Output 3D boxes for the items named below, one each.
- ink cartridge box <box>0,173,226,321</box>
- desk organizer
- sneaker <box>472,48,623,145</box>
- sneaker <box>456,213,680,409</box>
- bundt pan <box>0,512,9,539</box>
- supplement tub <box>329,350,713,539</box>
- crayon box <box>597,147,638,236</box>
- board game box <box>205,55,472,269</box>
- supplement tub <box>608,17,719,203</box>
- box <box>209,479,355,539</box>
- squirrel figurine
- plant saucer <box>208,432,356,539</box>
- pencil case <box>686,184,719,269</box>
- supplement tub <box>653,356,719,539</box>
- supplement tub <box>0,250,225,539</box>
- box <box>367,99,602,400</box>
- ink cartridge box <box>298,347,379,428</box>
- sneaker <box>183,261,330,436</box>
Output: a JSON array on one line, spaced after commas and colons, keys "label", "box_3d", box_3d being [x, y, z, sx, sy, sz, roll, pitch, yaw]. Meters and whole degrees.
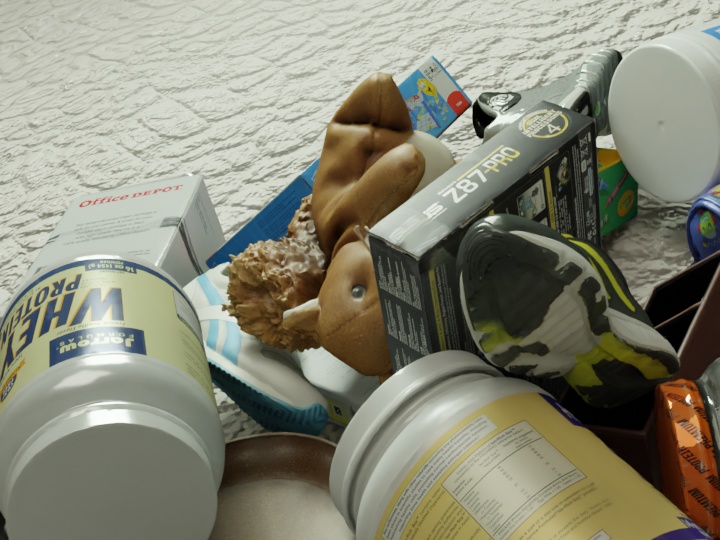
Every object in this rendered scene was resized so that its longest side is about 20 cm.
[{"label": "ink cartridge box", "box_3d": [-0.219, 0.007, 1.139, 0.144, 0.085, 0.201, -8, 33, 17]}, {"label": "desk organizer", "box_3d": [0.195, 0.068, 0.828, 0.071, 0.078, 0.200, 4, 38, 32]}, {"label": "sneaker", "box_3d": [0.157, -0.144, 1.072, 0.114, 0.076, 0.200, 2, 20, 25]}, {"label": "sneaker", "box_3d": [0.106, 0.014, 0.702, 0.074, 0.199, 0.085, -35, 50, 16]}, {"label": "bundt pan", "box_3d": [-0.303, 0.228, 0.842, 0.199, 0.076, 0.203, -18, 33, 12]}, {"label": "supplement tub", "box_3d": [0.087, 0.150, 0.663, 0.144, 0.147, 0.200, -31, 48, -19]}, {"label": "crayon box", "box_3d": [0.131, -0.053, 1.011, 0.117, 0.059, 0.199, 10, 23, 36]}, {"label": "board game box", "box_3d": [-0.021, -0.076, 1.091, 0.196, 0.056, 0.200, -46, 6, -36]}, {"label": "supplement tub", "box_3d": [0.314, -0.143, 1.004, 0.198, 0.134, 0.131, -20, 29, -27]}, {"label": "box", "box_3d": [-0.022, 0.188, 0.803, 0.197, 0.037, 0.143, -23, 32, -8]}, {"label": "squirrel figurine", "box_3d": [0.000, 0.000, 0.853, 0.199, 0.141, 0.189, -31, 34, 40]}, {"label": "plant saucer", "box_3d": [-0.081, 0.181, 0.782, 0.197, 0.032, 0.201, -14, 32, 9]}, {"label": "pencil case", "box_3d": [0.338, -0.052, 0.935, 0.198, 0.088, 0.078, -27, 9, -15]}, {"label": "supplement tub", "box_3d": [0.268, 0.098, 0.684, 0.196, 0.124, 0.123, -8, 32, 5]}, {"label": "supplement tub", "box_3d": [-0.162, 0.093, 0.795, 0.143, 0.147, 0.201, -21, 30, -3]}, {"label": "box", "box_3d": [0.088, 0.021, 0.778, 0.049, 0.202, 0.161, 26, 52, 38]}, {"label": "ink cartridge box", "box_3d": [0.041, 0.048, 0.976, 0.197, 0.048, 0.198, -38, 37, -29]}, {"label": "sneaker", "box_3d": [-0.081, 0.055, 0.933, 0.081, 0.077, 0.199, -42, 44, -14]}]
